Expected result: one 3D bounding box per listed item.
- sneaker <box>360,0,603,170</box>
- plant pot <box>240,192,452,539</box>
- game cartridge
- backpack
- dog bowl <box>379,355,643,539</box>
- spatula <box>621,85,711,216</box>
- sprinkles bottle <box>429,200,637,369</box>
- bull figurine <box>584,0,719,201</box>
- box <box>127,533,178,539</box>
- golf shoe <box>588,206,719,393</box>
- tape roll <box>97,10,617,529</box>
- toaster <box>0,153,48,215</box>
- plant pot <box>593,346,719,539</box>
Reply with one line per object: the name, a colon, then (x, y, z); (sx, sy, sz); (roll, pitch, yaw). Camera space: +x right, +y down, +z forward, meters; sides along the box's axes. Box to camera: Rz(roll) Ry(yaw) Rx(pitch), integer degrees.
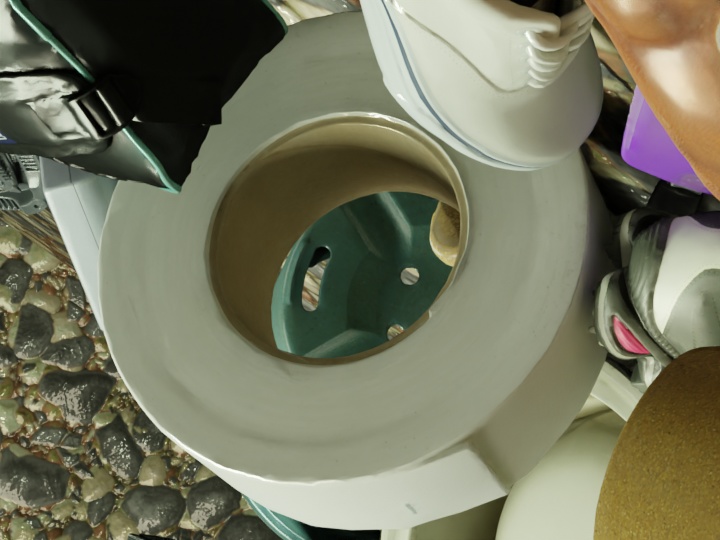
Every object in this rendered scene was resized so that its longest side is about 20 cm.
sneaker: (0.041, -0.084, 0.570); (0.071, 0.073, 0.200); (32, 170, 36)
plant pot: (0.026, 0.048, 0.969); (0.200, 0.200, 0.196); (34, 163, 5)
game cartridge: (-0.146, -0.064, 1.050); (0.200, 0.042, 0.133); (-101, -1, -54)
backpack: (-0.140, -0.128, 0.719); (0.200, 0.153, 0.176); (2, 148, 48)
dog bowl: (0.098, 0.130, 0.793); (0.074, 0.200, 0.200); (6, -169, -39)
spatula: (0.123, -0.031, 0.707); (0.057, 0.021, 0.200); (19, 171, 7)
sprinkles bottle: (0.120, 0.024, 0.850); (0.200, 0.068, 0.068); (40, 169, -28)
bull figurine: (0.122, -0.050, 0.499); (0.121, 0.065, 0.200); (18, 164, 47)
box: (-0.007, 0.206, 0.950); (0.164, 0.086, 0.200); (12, 174, 46)
golf shoe: (0.176, 0.038, 0.714); (0.088, 0.077, 0.200); (-10, 151, 45)
tape roll: (0.000, 0.000, 0.741); (0.202, 0.202, 0.071); (30, 169, 26)
toaster: (-0.237, -0.117, 1.093); (0.114, 0.129, 0.200); (-2, 154, 14)
plant pot: (0.182, 0.099, 0.596); (0.200, 0.186, 0.186); (21, 165, 33)
